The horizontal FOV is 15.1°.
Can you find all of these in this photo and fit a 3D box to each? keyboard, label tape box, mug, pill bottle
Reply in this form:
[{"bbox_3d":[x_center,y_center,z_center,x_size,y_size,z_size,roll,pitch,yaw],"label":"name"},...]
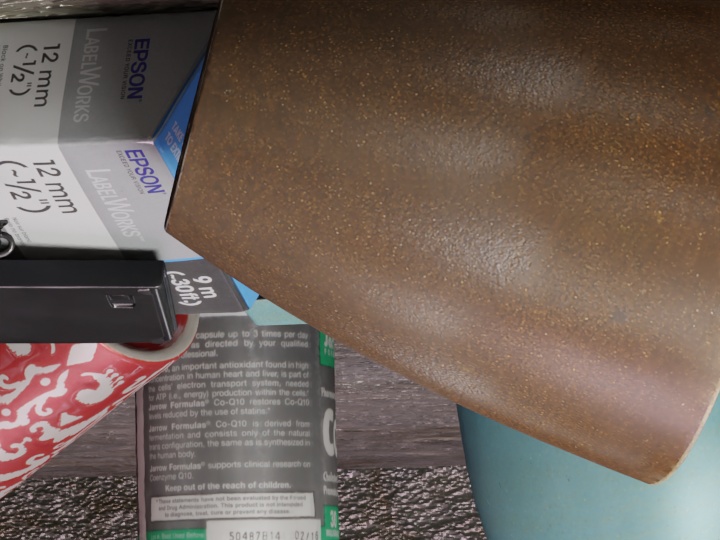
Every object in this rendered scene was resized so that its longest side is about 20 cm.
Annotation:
[{"bbox_3d":[-0.179,0.003,1.116,0.200,0.021,0.127,-1,160,1],"label":"keyboard"},{"bbox_3d":[-0.094,-0.040,1.120,0.200,0.066,0.143,0,151,15],"label":"label tape box"},{"bbox_3d":[-0.203,0.051,1.464,0.200,0.134,0.177,-33,171,35],"label":"mug"},{"bbox_3d":[-0.070,0.068,1.521,0.113,0.200,0.113,-2,174,0],"label":"pill bottle"}]

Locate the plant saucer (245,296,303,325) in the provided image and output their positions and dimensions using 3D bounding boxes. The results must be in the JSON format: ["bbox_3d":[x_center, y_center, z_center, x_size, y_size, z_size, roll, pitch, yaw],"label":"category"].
[{"bbox_3d":[0.000,0.000,1.470,0.070,0.019,0.200,-3,-169,19],"label":"plant saucer"}]

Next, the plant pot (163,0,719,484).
[{"bbox_3d":[0.035,-0.035,1.004,0.200,0.187,0.187,14,170,-4],"label":"plant pot"}]

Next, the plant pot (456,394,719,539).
[{"bbox_3d":[0.143,0.100,1.266,0.200,0.188,0.200,-5,-179,0],"label":"plant pot"}]
